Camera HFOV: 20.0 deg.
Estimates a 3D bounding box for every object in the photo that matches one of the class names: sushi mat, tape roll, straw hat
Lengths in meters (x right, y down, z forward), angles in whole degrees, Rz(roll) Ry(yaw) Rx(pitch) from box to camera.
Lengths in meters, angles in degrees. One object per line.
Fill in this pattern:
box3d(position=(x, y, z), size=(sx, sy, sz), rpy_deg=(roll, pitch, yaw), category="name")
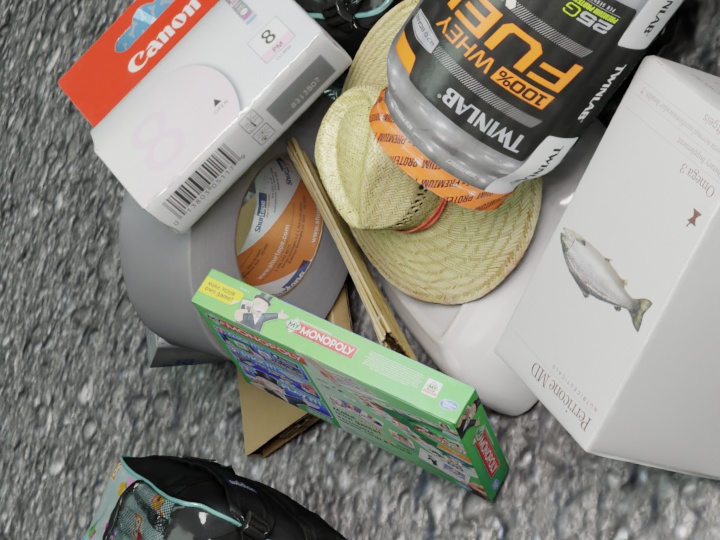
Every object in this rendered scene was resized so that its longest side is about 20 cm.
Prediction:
box3d(position=(0.000, 0.000, 1.372), size=(0.012, 0.096, 0.200), rpy_deg=(-31, 47, 4), category="sushi mat")
box3d(position=(-0.081, -0.037, 1.439), size=(0.066, 0.200, 0.201), rpy_deg=(15, 90, 33), category="tape roll")
box3d(position=(0.018, -0.073, 1.287), size=(0.201, 0.085, 0.202), rpy_deg=(9, 103, 44), category="straw hat")

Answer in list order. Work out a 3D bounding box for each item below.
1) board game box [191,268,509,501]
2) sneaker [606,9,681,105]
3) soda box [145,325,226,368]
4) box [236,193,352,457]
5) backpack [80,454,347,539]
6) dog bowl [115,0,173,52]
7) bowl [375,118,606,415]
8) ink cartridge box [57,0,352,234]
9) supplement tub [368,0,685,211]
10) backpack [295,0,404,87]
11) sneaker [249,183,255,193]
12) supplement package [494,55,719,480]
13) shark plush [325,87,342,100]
box3d(position=(-0.005, 0.075, 1.333), size=(0.200, 0.135, 0.029), rpy_deg=(24, 71, 24), category="board game box")
box3d(position=(0.110, -0.142, 1.318), size=(0.200, 0.077, 0.111), rpy_deg=(-27, 43, 5), category="sneaker")
box3d(position=(-0.133, 0.037, 1.607), size=(0.200, 0.068, 0.064), rpy_deg=(137, 128, -79), category="soda box")
box3d(position=(-0.058, 0.027, 1.586), size=(0.163, 0.021, 0.200), rpy_deg=(-39, 54, 52), category="box")
box3d(position=(-0.112, 0.216, 1.483), size=(0.154, 0.176, 0.200), rpy_deg=(-66, 29, 7), category="backpack")
box3d(position=(-0.150, -0.231, 1.747), size=(0.112, 0.050, 0.200), rpy_deg=(-65, -4, 38), category="dog bowl")
box3d(position=(0.085, -0.025, 1.371), size=(0.200, 0.075, 0.200), rpy_deg=(-63, 35, 21), category="bowl")
box3d(position=(-0.120, -0.140, 1.359), size=(0.163, 0.057, 0.200), rpy_deg=(-45, 53, 3), category="ink cartridge box")
box3d(position=(0.097, -0.138, 1.156), size=(0.200, 0.122, 0.123), rpy_deg=(-55, 37, 26), category="supplement tub")
box3d(position=(0.017, -0.232, 1.453), size=(0.176, 0.153, 0.200), rpy_deg=(2, 68, 39), category="backpack")
box3d(position=(-0.097, -0.137, 1.625), size=(0.071, 0.200, 0.099), rpy_deg=(10, 76, 14), category="sneaker")
box3d(position=(0.187, 0.000, 1.158), size=(0.117, 0.117, 0.200), rpy_deg=(48, 118, 51), category="supplement package")
box3d(position=(0.012, -0.174, 1.587), size=(0.083, 0.091, 0.200), rpy_deg=(32, 90, 32), category="shark plush")
